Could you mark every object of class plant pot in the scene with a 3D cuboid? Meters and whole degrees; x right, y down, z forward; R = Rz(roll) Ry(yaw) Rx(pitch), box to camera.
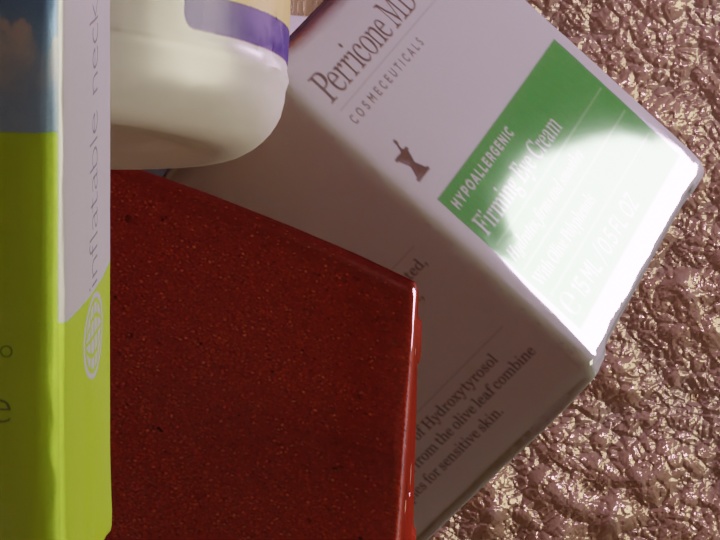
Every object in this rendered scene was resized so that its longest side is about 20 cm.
[{"bbox_3d":[-0.073,0.087,0.860,0.200,0.176,0.200,89,4,-50],"label":"plant pot"}]

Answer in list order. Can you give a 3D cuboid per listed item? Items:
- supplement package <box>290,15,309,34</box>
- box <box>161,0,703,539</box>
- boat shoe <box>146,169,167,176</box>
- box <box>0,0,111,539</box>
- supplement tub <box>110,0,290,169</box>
[{"bbox_3d":[-0.030,-0.020,1.531,0.117,0.117,0.200,-129,-133,-54],"label":"supplement package"},{"bbox_3d":[0.000,0.000,1.207,0.200,0.171,0.199,-47,-177,32],"label":"box"},{"bbox_3d":[-0.100,-0.047,1.383,0.201,0.063,0.074,-28,123,-85],"label":"boat shoe"},{"bbox_3d":[-0.108,-0.039,0.546,0.048,0.122,0.200,-68,161,-71],"label":"box"},{"bbox_3d":[-0.084,-0.130,0.717,0.145,0.145,0.200,62,31,-85],"label":"supplement tub"}]
